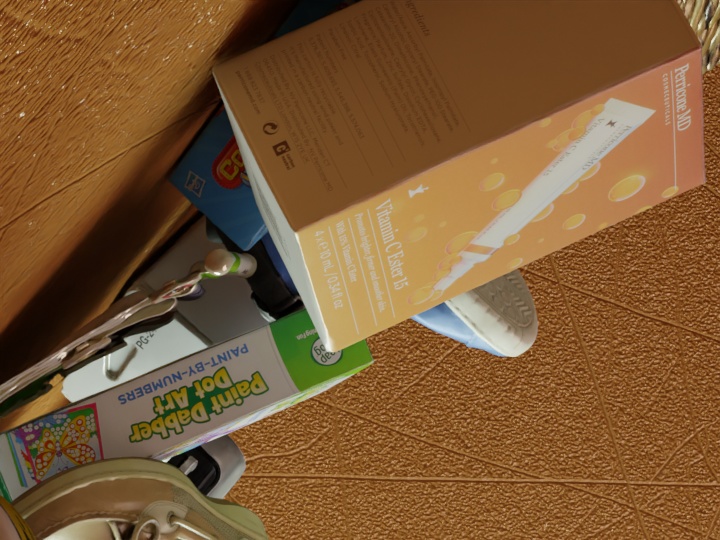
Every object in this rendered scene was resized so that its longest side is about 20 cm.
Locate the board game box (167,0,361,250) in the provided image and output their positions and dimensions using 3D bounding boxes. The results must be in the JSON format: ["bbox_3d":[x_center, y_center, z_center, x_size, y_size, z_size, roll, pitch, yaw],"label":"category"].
[{"bbox_3d":[0.013,-0.128,1.336,0.196,0.056,0.200,-50,178,35],"label":"board game box"}]

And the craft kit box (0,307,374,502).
[{"bbox_3d":[-0.102,0.076,1.395,0.197,0.049,0.200,-25,177,-10],"label":"craft kit box"}]

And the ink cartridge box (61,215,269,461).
[{"bbox_3d":[-0.078,0.013,1.624,0.200,0.083,0.145,-47,178,-40],"label":"ink cartridge box"}]

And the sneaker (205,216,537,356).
[{"bbox_3d":[0.000,-0.001,1.504,0.111,0.200,0.077,-43,-164,30],"label":"sneaker"}]

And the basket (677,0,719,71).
[{"bbox_3d":[0.161,-0.213,1.399,0.142,0.149,0.200,-31,157,-36],"label":"basket"}]

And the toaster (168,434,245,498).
[{"bbox_3d":[-0.192,0.179,1.820,0.181,0.119,0.200,-46,177,-31],"label":"toaster"}]

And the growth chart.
[{"bbox_3d":[-0.135,0.041,1.295,0.199,0.018,0.145,-32,177,8],"label":"growth chart"}]

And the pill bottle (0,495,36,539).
[{"bbox_3d":[-0.194,0.141,1.143,0.114,0.114,0.200,-48,178,-8],"label":"pill bottle"}]

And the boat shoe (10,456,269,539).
[{"bbox_3d":[-0.102,0.146,1.317,0.073,0.063,0.200,-32,151,15],"label":"boat shoe"}]

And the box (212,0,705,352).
[{"bbox_3d":[0.049,-0.066,1.204,0.199,0.098,0.125,-25,152,-5],"label":"box"}]
